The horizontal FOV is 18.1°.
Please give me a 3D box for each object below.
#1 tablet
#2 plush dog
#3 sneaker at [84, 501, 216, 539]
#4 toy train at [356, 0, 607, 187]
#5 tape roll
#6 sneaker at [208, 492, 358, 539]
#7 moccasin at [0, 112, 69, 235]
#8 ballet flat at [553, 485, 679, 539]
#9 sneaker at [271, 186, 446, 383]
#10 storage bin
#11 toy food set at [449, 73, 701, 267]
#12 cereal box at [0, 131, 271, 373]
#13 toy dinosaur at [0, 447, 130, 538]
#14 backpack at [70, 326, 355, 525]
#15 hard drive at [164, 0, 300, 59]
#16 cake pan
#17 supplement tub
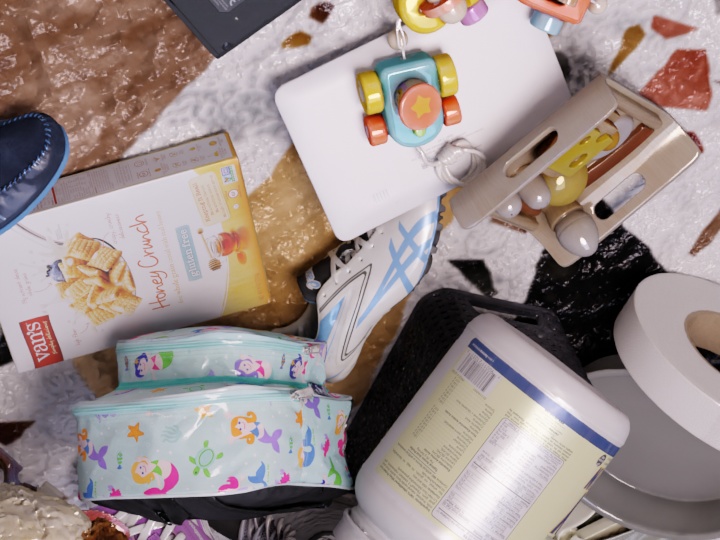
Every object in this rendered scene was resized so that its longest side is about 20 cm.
[{"bbox_3d":[0.049,-0.117,1.626,0.199,0.014,0.131,-26,114,-4],"label":"tablet"},{"bbox_3d":[-0.249,0.200,1.606,0.199,0.161,0.172,-6,173,-26],"label":"plush dog"},{"bbox_3d":[-0.145,0.219,1.752,0.073,0.114,0.201,-42,93,-1],"label":"sneaker"},{"bbox_3d":[0.085,-0.153,1.583,0.150,0.056,0.201,24,103,-21],"label":"toy train"},{"bbox_3d":[0.294,0.079,1.776,0.202,0.203,0.037,15,121,-28],"label":"tape roll"},{"bbox_3d":[-0.064,0.209,1.762,0.199,0.115,0.075,8,113,29],"label":"sneaker"},{"bbox_3d":[-0.293,-0.047,1.552,0.200,0.081,0.068,-34,142,8],"label":"moccasin"},{"bbox_3d":[0.242,0.207,1.953,0.199,0.067,0.064,-25,120,1],"label":"ballet flat"},{"bbox_3d":[0.000,0.000,1.701,0.072,0.072,0.200,23,115,-23],"label":"sneaker"},{"bbox_3d":[0.082,0.127,1.814,0.135,0.094,0.200,12,122,-27],"label":"storage bin"},{"bbox_3d":[0.164,-0.065,1.665,0.143,0.061,0.200,-40,159,15],"label":"toy food set"},{"bbox_3d":[-0.175,-0.011,1.650,0.199,0.040,0.144,-17,132,-5],"label":"cereal box"},{"bbox_3d":[-0.312,0.223,1.718,0.182,0.199,0.105,-58,141,-25],"label":"toy dinosaur"},{"bbox_3d":[-0.112,0.116,1.651,0.177,0.151,0.200,-5,180,29],"label":"backpack"},{"bbox_3d":[-0.055,-0.246,1.505,0.200,0.033,0.140,-34,130,10],"label":"hard drive"},{"bbox_3d":[0.245,0.142,1.855,0.199,0.037,0.201,16,138,15],"label":"cake pan"},{"bbox_3d":[0.087,0.148,1.655,0.145,0.145,0.200,34,94,-36],"label":"supplement tub"}]
